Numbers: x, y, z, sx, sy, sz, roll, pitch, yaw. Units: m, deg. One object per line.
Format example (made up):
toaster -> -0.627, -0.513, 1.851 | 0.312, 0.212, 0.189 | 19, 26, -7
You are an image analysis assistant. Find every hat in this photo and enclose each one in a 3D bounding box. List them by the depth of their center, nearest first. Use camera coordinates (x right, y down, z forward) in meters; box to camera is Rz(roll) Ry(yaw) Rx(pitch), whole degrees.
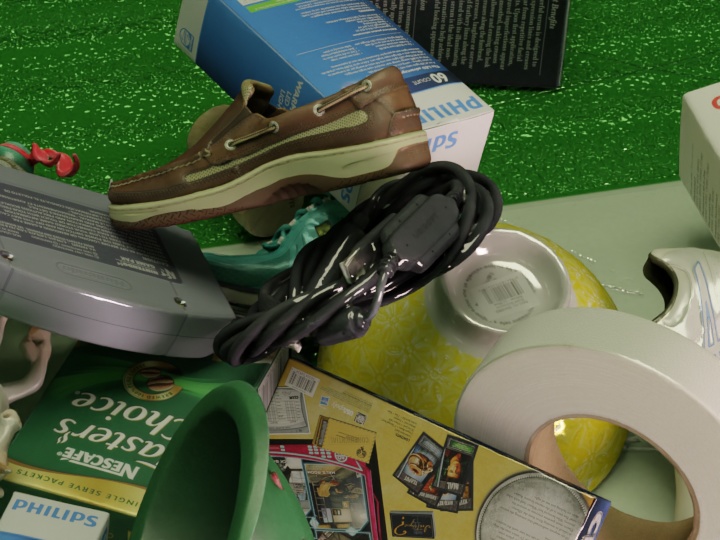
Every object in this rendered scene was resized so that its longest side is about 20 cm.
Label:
hat -> -0.025, 0.182, 1.540 | 0.175, 0.165, 0.201 | 21, 73, -22

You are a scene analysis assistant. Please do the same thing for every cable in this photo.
cable -> 0.000, 0.000, 1.637 | 0.051, 0.163, 0.200 | 54, 35, -9

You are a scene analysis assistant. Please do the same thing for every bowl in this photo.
bowl -> 0.078, 0.038, 1.682 | 0.199, 0.108, 0.201 | 5, 52, -7

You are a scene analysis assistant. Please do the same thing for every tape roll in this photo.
tape roll -> 0.146, 0.111, 1.558 | 0.202, 0.204, 0.037 | 21, 45, 20

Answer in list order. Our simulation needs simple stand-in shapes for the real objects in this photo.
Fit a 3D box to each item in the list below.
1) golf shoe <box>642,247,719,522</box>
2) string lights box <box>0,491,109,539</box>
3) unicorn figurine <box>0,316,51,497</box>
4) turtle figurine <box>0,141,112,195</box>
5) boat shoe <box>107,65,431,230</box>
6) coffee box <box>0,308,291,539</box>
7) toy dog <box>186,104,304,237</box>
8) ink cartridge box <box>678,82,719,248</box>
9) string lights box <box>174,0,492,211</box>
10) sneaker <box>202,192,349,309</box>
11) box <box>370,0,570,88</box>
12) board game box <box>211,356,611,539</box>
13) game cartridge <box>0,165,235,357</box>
golf shoe -> 0.193, 0.076, 1.669 | 0.097, 0.078, 0.201 | 16, 58, -5
string lights box -> -0.187, 0.223, 1.466 | 0.059, 0.103, 0.200 | 11, 39, 9
unicorn figurine -> -0.242, 0.061, 1.637 | 0.199, 0.074, 0.138 | 14, 56, 26
turtle figurine -> -0.242, -0.014, 1.765 | 0.149, 0.101, 0.201 | 8, 47, 22
boat shoe -> -0.059, -0.077, 1.675 | 0.201, 0.075, 0.075 | -12, 3, 12
coffee box -> -0.128, 0.091, 1.682 | 0.122, 0.044, 0.200 | 15, 40, 14
toy dog -> -0.026, -0.106, 1.895 | 0.131, 0.097, 0.200 | 28, 44, 26
ink cartridge box -> 0.305, -0.042, 1.781 | 0.145, 0.085, 0.201 | -18, 51, -9
string lights box -> -0.019, -0.124, 1.792 | 0.102, 0.059, 0.200 | -15, 46, -36
sneaker -> -0.021, -0.018, 1.789 | 0.199, 0.080, 0.077 | -10, 16, -22
box -> 0.049, -0.219, 2.035 | 0.199, 0.108, 0.149 | 2, 38, -4
board game box -> 0.022, 0.149, 1.563 | 0.199, 0.136, 0.035 | 24, 0, 22
game cartridge -> -0.176, -0.008, 1.667 | 0.199, 0.041, 0.133 | 16, 22, -31
